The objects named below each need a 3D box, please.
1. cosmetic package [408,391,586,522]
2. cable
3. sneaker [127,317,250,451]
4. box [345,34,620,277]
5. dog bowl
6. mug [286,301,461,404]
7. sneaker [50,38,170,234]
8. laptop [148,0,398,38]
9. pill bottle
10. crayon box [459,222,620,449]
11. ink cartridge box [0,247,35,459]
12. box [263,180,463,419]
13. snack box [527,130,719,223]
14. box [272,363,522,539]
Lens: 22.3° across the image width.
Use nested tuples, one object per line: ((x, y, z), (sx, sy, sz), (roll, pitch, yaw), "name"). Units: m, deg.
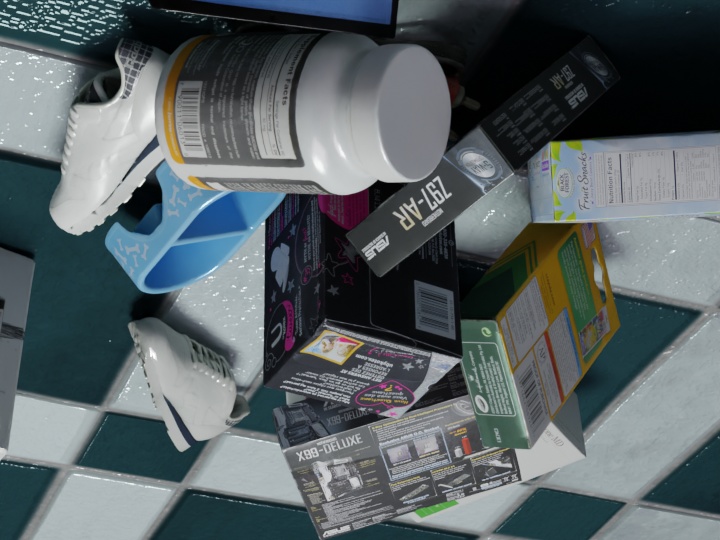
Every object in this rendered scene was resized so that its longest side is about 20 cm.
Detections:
((0.113, 0.164, 1.821), (0.199, 0.085, 0.108), (-25, 135, 25), "cosmetic package")
((0.002, -0.154, 1.396), (0.199, 0.051, 0.097), (18, 146, -27), "cable")
((-0.165, 0.097, 1.742), (0.080, 0.077, 0.200), (-17, 149, 1), "sneaker")
((0.095, -0.089, 1.388), (0.044, 0.200, 0.160), (51, 130, -1), "box")
((-0.132, -0.046, 1.505), (0.111, 0.050, 0.200), (-10, 155, -41), "dog bowl")
((0.041, 0.091, 1.661), (0.198, 0.178, 0.135), (0, 102, -11), "mug")
((-0.199, -0.106, 1.434), (0.080, 0.077, 0.200), (28, 131, -22), "sneaker")
((-0.041, -0.266, 1.189), (0.175, 0.104, 0.201), (5, 145, -12), "laptop")
((-0.042, -0.113, 1.310), (0.199, 0.117, 0.116), (4, 153, 35), "pill bottle")
((0.151, 0.045, 1.558), (0.051, 0.200, 0.127), (0, 119, 34), "crayon box")
((-0.360, 0.092, 1.596), (0.082, 0.201, 0.147), (21, 139, -25), "ink cartridge box")
((0.000, 0.000, 1.487), (0.131, 0.202, 0.115), (16, 143, -24), "box")
((0.238, -0.074, 1.442), (0.198, 0.068, 0.169), (-5, -179, -1), "snack box")
((0.035, 0.157, 1.628), (0.198, 0.050, 0.158), (-17, 140, 2), "box")
